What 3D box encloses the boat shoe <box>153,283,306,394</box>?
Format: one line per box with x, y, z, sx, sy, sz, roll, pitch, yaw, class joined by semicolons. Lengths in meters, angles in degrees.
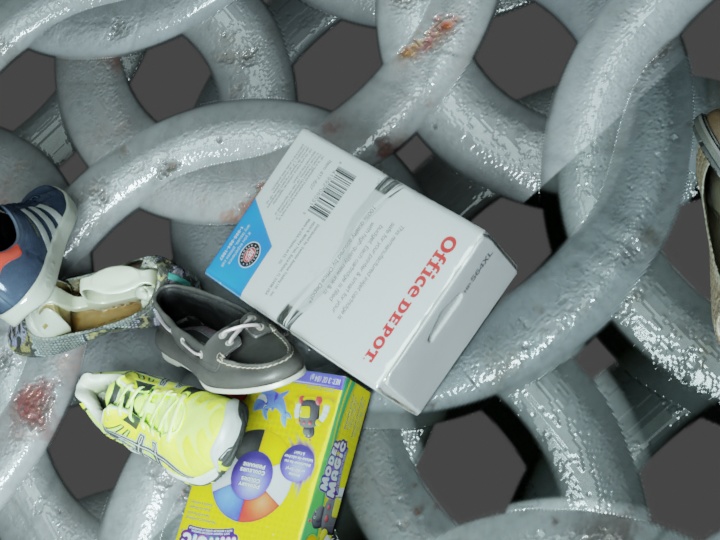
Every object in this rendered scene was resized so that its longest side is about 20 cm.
-0.113;0.051;1.212;0.067;0.057;0.200;-27;20;-27;boat shoe

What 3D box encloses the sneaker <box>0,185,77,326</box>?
-0.304;-0.037;1.347;0.075;0.084;0.200;-40;25;14;sneaker

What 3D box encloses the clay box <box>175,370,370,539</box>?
-0.074;0.176;1.201;0.115;0.048;0.201;5;70;31;clay box

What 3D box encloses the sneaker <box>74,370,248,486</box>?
-0.161;0.120;1.215;0.200;0.076;0.076;-1;65;52;sneaker

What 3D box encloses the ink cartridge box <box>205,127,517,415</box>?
0.000;0.000;1.217;0.200;0.084;0.146;33;86;33;ink cartridge box

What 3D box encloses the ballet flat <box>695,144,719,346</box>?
0.274;-0.031;1.112;0.067;0.046;0.201;-6;67;24;ballet flat

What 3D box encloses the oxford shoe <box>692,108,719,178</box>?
0.316;-0.053;1.054;0.200;0.073;0.085;41;111;8;oxford shoe

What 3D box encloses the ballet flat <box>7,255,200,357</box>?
-0.237;0.026;1.338;0.200;0.072;0.072;-14;63;22;ballet flat
